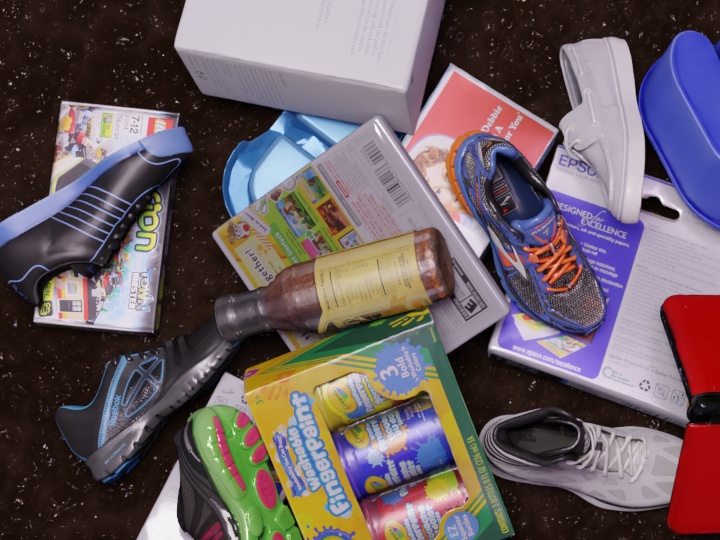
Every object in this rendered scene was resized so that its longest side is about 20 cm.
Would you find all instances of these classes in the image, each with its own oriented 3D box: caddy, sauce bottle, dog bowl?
[{"bbox_3d":[0.330,-0.125,1.433,0.141,0.105,0.201,-17,67,-15],"label":"caddy"},{"bbox_3d":[-0.023,0.017,1.358,0.199,0.066,0.066,-14,81,17],"label":"sauce bottle"},{"bbox_3d":[-0.038,-0.106,1.462,0.111,0.050,0.200,37,83,6],"label":"dog bowl"}]

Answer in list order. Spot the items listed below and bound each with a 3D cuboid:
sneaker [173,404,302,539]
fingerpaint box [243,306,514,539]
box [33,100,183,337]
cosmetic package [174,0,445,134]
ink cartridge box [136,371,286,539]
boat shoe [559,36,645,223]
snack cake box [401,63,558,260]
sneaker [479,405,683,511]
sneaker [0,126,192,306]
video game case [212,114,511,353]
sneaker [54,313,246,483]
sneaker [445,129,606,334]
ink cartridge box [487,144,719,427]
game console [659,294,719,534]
[{"bbox_3d":[-0.103,0.210,1.350,0.077,0.084,0.201,-11,86,-41],"label":"sneaker"},{"bbox_3d":[0.015,0.151,1.358,0.166,0.073,0.201,-21,103,2],"label":"fingerpaint box"},{"bbox_3d":[-0.224,-0.046,1.461,0.109,0.035,0.201,5,81,1],"label":"box"},{"bbox_3d":[-0.030,-0.243,1.398,0.199,0.123,0.200,12,78,10],"label":"cosmetic package"},{"bbox_3d":[-0.119,0.197,1.405,0.099,0.039,0.201,27,70,4],"label":"ink cartridge box"},{"bbox_3d":[0.207,-0.125,1.424,0.068,0.072,0.201,-1,59,0],"label":"boat shoe"},{"bbox_3d":[0.075,-0.065,1.446,0.115,0.067,0.200,32,83,6],"label":"snack cake box"},{"bbox_3d":[0.201,0.162,1.385,0.199,0.115,0.076,8,81,1],"label":"sneaker"},{"bbox_3d":[-0.222,-0.046,1.413,0.199,0.070,0.078,-32,87,2],"label":"sneaker"},{"bbox_3d":[0.000,0.000,1.394,0.182,0.023,0.200,-34,92,16],"label":"video game case"},{"bbox_3d":[-0.177,0.091,1.421,0.200,0.073,0.082,-44,83,-6],"label":"sneaker"},{"bbox_3d":[0.143,-0.029,1.374,0.075,0.078,0.200,-39,99,-10],"label":"sneaker"},{"bbox_3d":[0.233,0.014,1.442,0.197,0.043,0.201,20,78,2],"label":"ink cartridge box"},{"bbox_3d":[0.349,0.121,1.410,0.199,0.119,0.173,1,52,-18],"label":"game console"}]
